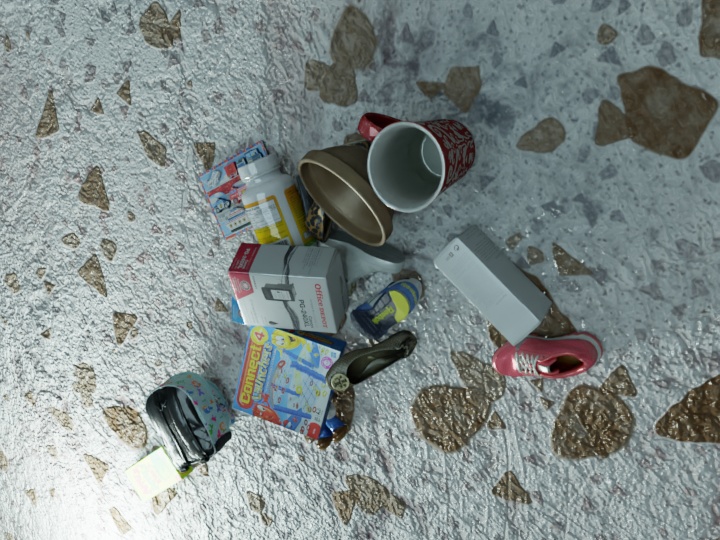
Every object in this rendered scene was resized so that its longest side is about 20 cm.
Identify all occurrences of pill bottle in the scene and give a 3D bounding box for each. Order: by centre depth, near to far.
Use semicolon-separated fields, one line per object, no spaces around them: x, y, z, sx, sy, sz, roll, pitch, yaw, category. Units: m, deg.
-0.168;-0.120;1.302;0.109;0.111;0.204;-13;105;31;pill bottle

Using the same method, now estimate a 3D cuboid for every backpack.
-0.407;0.343;1.571;0.175;0.151;0.203;-26;100;30;backpack

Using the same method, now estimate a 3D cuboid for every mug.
0.101;-0.203;1.083;0.132;0.199;0.181;-26;93;32;mug

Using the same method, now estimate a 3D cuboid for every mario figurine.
-0.122;0.299;1.423;0.123;0.106;0.201;-39;94;-2;mario figurine

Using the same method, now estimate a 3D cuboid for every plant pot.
-0.007;-0.145;1.135;0.200;0.093;0.202;39;164;14;plant pot

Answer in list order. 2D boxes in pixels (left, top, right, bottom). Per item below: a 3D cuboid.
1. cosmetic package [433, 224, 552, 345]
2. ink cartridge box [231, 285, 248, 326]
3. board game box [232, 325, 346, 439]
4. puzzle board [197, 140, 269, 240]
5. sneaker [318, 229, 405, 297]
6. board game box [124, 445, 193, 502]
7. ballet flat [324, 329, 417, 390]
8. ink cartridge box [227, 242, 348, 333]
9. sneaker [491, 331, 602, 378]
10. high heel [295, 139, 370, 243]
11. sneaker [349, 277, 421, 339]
0.230;0.022;1.146;0.200;0.101;0.074;48;122;9;cosmetic package
-0.177;0.068;1.403;0.196;0.068;0.119;14;114;24;ink cartridge box
-0.145;0.214;1.344;0.191;0.056;0.205;17;106;8;board game box
-0.250;-0.165;1.399;0.197;0.017;0.154;-20;96;33;puzzle board
0.000;0.000;1.286;0.197;0.073;0.119;19;116;33;sneaker
-0.541;0.536;1.768;0.199;0.047;0.103;-35;88;32;board game box
0.023;0.179;1.281;0.196;0.047;0.068;-26;121;-5;ballet flat
-0.133;0.033;1.251;0.195;0.084;0.148;4;133;15;ink cartridge box
0.314;0.152;1.148;0.196;0.086;0.076;-13;99;31;sneaker
-0.036;-0.147;1.235;0.198;0.071;0.146;-26;76;40;high heel
0.051;0.073;1.282;0.074;0.082;0.199;51;142;-6;sneaker
